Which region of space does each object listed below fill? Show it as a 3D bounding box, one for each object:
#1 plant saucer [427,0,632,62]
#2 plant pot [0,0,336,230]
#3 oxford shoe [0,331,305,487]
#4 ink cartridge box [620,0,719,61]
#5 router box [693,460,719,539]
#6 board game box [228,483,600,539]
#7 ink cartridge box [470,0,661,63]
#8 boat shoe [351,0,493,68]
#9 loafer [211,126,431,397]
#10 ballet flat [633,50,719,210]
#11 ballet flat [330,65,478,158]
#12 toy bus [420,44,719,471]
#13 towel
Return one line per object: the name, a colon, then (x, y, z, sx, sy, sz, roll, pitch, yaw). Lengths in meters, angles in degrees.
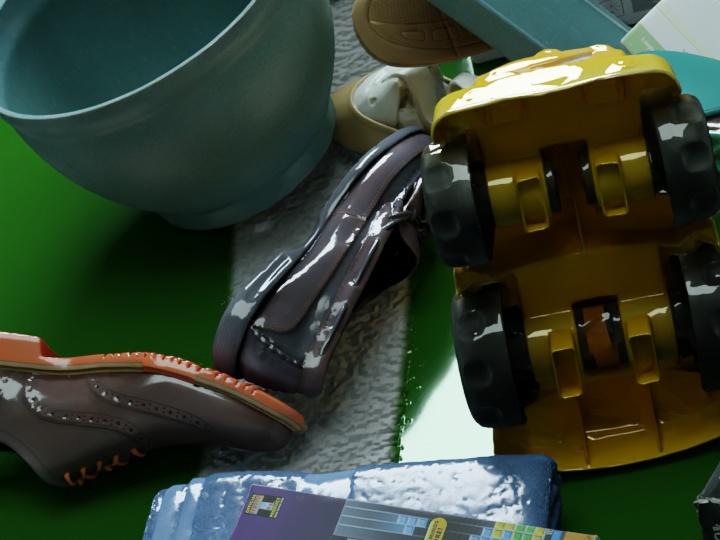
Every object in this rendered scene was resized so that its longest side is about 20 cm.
plant saucer: (0.105, -0.130, 1.489, 0.200, 0.019, 0.070, 36, 48, -6)
plant pot: (-0.094, -0.108, 1.538, 0.200, 0.134, 0.200, -22, 37, 18)
oxford shoe: (-0.126, 0.079, 1.399, 0.200, 0.071, 0.073, 7, 76, 18)
ink cartridge box: (0.253, -0.136, 1.426, 0.200, 0.048, 0.146, -45, 56, 10)
router box: (0.260, 0.071, 1.239, 0.150, 0.062, 0.200, 10, 44, 32)
board game box: (0.001, 0.194, 1.145, 0.165, 0.057, 0.200, 7, 56, 23)
ink cartridge box: (0.127, -0.213, 1.675, 0.160, 0.047, 0.200, -15, 39, 4)
boat shoe: (0.081, -0.163, 1.549, 0.200, 0.074, 0.069, -26, -3, -16)
loafer: (0.000, 0.000, 1.440, 0.063, 0.072, 0.200, 27, 47, 19)
ballet flat: (0.191, -0.057, 1.358, 0.067, 0.070, 0.200, -15, 22, -26)
ballet flat: (0.051, -0.088, 1.530, 0.200, 0.063, 0.069, 19, 49, 39)
toy bus: (0.107, -0.034, 1.334, 0.136, 0.200, 0.192, -10, 29, 8)
towel: (-0.006, 0.136, 1.274, 0.200, 0.049, 0.112, -6, 38, 16)
